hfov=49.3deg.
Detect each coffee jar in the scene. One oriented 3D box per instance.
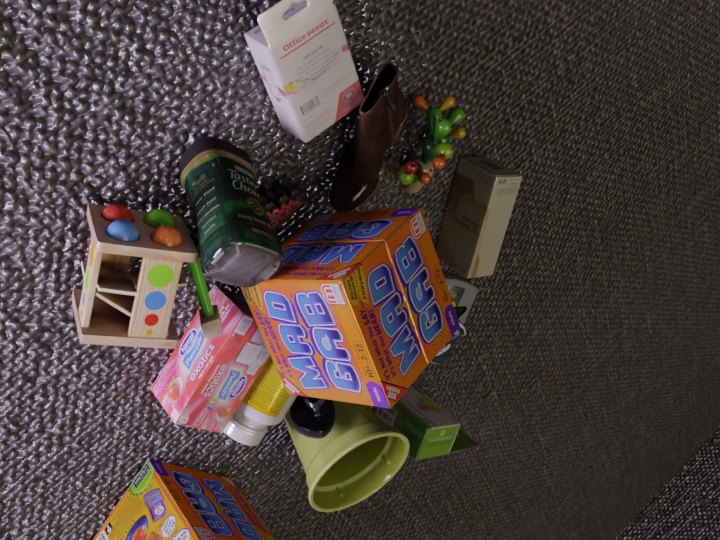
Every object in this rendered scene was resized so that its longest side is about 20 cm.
[{"bbox_3d":[-0.175,-0.082,1.042,0.085,0.201,0.104,-40,144,26],"label":"coffee jar"}]

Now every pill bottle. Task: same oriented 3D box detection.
[{"bbox_3d":[-0.154,0.184,1.297,0.111,0.111,0.201,23,100,-47],"label":"pill bottle"}]

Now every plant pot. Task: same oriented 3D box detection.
[{"bbox_3d":[-0.043,0.289,1.396,0.199,0.185,0.201,-22,141,-20],"label":"plant pot"}]

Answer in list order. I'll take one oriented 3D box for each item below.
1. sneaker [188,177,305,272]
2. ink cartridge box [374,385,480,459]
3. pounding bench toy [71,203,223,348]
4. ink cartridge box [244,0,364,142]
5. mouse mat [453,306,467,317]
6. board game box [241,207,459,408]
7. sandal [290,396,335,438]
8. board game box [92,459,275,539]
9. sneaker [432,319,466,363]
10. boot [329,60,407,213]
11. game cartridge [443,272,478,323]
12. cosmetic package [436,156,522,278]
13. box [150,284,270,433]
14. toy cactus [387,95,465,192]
[{"bbox_3d":[-0.162,-0.057,1.160,0.200,0.071,0.098,-36,135,-15],"label":"sneaker"},{"bbox_3d":[0.146,0.304,1.613,0.199,0.148,0.076,1,115,-43],"label":"ink cartridge box"},{"bbox_3d":[-0.263,0.004,1.040,0.199,0.124,0.157,7,113,-28],"label":"pounding bench toy"},{"bbox_3d":[-0.079,-0.294,1.078,0.116,0.067,0.201,-38,137,-16],"label":"ink cartridge box"},{"bbox_3d":[0.058,0.098,1.267,0.161,0.199,0.008,-38,115,-37],"label":"mouse mat"},{"bbox_3d":[-0.011,0.048,1.130,0.200,0.199,0.201,-43,121,-41],"label":"board game box"},{"bbox_3d":[-0.078,0.203,1.338,0.075,0.201,0.043,2,125,1],"label":"sandal"},{"bbox_3d":[-0.292,0.470,1.298,0.201,0.200,0.199,-54,138,3],"label":"board game box"},{"bbox_3d":[0.153,0.132,1.481,0.070,0.108,0.201,-39,135,-14],"label":"sneaker"},{"bbox_3d":[0.004,-0.196,1.175,0.201,0.072,0.167,-59,166,-13],"label":"boot"},{"bbox_3d":[0.147,0.069,1.541,0.199,0.041,0.134,5,109,-43],"label":"game cartridge"},{"bbox_3d":[0.212,-0.098,1.438,0.071,0.105,0.202,-6,119,-36],"label":"cosmetic package"},{"bbox_3d":[-0.221,0.139,1.220,0.102,0.095,0.201,25,99,-47],"label":"box"},{"bbox_3d":[0.100,-0.190,1.283,0.201,0.102,0.165,-64,180,-35],"label":"toy cactus"}]
